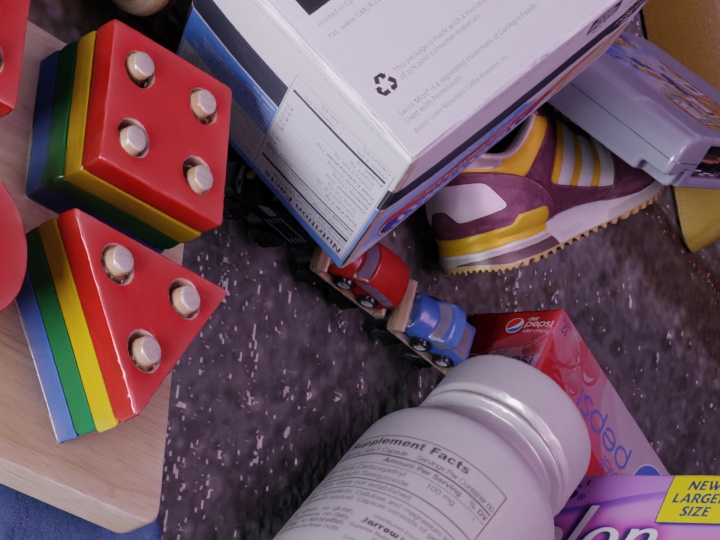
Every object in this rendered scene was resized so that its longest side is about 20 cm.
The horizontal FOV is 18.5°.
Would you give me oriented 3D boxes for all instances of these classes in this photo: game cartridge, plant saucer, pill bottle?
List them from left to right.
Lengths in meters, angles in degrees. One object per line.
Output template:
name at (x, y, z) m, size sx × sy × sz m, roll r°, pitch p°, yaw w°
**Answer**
pill bottle at (0.030, 0.133, 1.086) m, size 0.200 × 0.114 × 0.115 m, roll -46°, pitch 121°, yaw -42°
game cartridge at (0.163, -0.096, 1.258) m, size 0.042 × 0.133 × 0.200 m, roll -53°, pitch 159°, yaw 18°
plant saucer at (0.264, -0.132, 1.452) m, size 0.199 × 0.048 × 0.201 m, roll -23°, pitch 104°, yaw -50°

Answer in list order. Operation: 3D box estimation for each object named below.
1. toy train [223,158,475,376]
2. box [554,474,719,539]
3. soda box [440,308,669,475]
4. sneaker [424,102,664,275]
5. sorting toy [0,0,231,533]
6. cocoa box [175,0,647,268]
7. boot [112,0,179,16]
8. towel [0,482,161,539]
toy train at (0.000, 0.000, 1.114) m, size 0.200 × 0.046 × 0.034 m, roll 39°, pitch 58°, yaw -42°
box at (0.110, 0.209, 1.128) m, size 0.097 × 0.175 × 0.200 m, roll 57°, pitch 47°, yaw -31°
soda box at (0.121, 0.112, 1.241) m, size 0.200 × 0.063 × 0.070 m, roll 54°, pitch 49°, yaw -34°
sneaker at (0.106, -0.066, 1.230) m, size 0.200 × 0.075 × 0.091 m, roll -30°, pitch 110°, yaw -50°
sorting toy at (-0.134, -0.025, 0.883) m, size 0.200 × 0.069 × 0.200 m, roll 30°, pitch 51°, yaw -39°
cocoa box at (0.031, -0.125, 1.024) m, size 0.200 × 0.131 × 0.133 m, roll -39°, pitch 83°, yaw -25°
boot at (-0.046, -0.194, 1.052) m, size 0.166 × 0.072 × 0.201 m, roll 22°, pitch 66°, yaw -46°
towel at (-0.168, 0.079, 0.898) m, size 0.199 × 0.048 × 0.113 m, roll 2°, pitch 83°, yaw -50°
